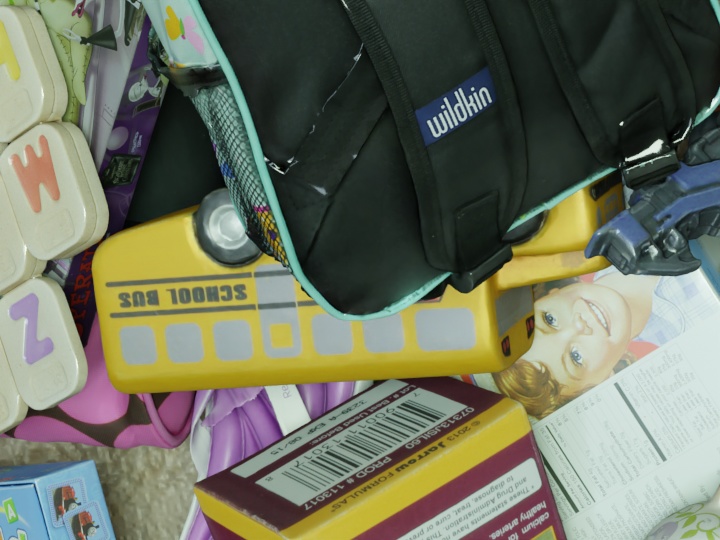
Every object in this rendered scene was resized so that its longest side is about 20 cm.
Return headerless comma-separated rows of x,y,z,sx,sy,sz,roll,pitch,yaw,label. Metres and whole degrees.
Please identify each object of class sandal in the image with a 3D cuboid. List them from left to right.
-0.042,0.071,0.808,0.082,0.050,0.203,7,89,27,sandal

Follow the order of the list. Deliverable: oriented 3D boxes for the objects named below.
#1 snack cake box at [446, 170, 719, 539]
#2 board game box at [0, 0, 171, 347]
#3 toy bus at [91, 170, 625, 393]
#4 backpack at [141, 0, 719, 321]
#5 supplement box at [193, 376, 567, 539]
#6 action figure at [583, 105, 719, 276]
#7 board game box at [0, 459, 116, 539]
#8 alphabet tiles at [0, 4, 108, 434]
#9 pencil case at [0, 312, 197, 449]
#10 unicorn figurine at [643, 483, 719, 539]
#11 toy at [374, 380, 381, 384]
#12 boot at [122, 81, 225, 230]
0.096,0.022,0.780,0.115,0.067,0.200,-34,85,23,snack cake box
-0.131,-0.079,0.777,0.120,0.032,0.200,40,124,32,board game box
0.000,0.000,0.740,0.199,0.065,0.079,-4,98,20,toy bus
0.005,-0.113,0.629,0.175,0.153,0.200,-29,121,-9,backpack
0.028,0.153,0.765,0.086,0.110,0.201,17,130,59,supplement box
0.161,-0.013,0.719,0.194,0.200,0.105,59,155,11,action figure
-0.144,0.189,0.881,0.151,0.037,0.201,-10,96,52,board game box
-0.180,-0.024,0.796,0.200,0.015,0.196,-27,78,40,alphabet tiles
-0.164,0.025,0.874,0.199,0.091,0.094,1,130,21,pencil case
0.099,0.148,0.715,0.200,0.074,0.137,-46,109,-13,unicorn figurine
-0.015,0.133,0.851,0.115,0.047,0.201,15,98,19,toy
-0.073,-0.091,0.791,0.198,0.073,0.163,12,113,32,boot
